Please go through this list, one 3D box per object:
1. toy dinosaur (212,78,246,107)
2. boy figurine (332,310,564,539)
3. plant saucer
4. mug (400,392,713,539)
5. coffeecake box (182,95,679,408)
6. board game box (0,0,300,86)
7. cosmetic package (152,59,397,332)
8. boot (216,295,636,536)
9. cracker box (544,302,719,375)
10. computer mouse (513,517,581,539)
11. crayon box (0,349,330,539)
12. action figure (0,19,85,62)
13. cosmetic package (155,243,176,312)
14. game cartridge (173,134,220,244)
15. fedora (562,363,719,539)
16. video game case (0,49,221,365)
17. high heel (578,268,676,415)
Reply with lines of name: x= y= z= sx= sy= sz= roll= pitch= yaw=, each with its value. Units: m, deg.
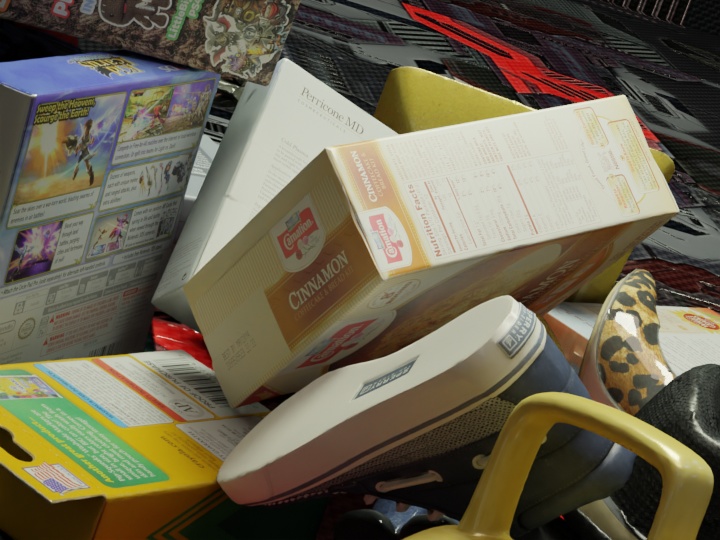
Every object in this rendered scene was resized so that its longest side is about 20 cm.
toy dinosaur: x=-0.055 y=-0.067 z=1.550 sx=0.199 sy=0.102 sz=0.136 roll=8 pitch=29 yaw=-50
boy figurine: x=0.062 y=0.090 z=1.049 sx=0.124 sy=0.065 sz=0.200 roll=2 pitch=31 yaw=27
plant saucer: x=0.086 y=-0.026 z=1.454 sx=0.199 sy=0.200 sz=0.049 roll=18 pitch=47 yaw=-3
mug: x=0.070 y=0.160 z=0.845 sx=0.153 sy=0.187 sz=0.150 roll=24 pitch=-22 yaw=46
coffeecake box: x=0.035 y=-0.010 z=1.087 sx=0.199 sy=0.153 sz=0.073 roll=-12 pitch=72 yaw=-38
board game box: x=-0.143 y=-0.194 z=1.167 sx=0.199 sy=0.097 sz=0.160 roll=12 pitch=22 yaw=-26
cosmetic package: x=0.000 y=0.000 z=1.204 sx=0.200 sy=0.151 sz=0.052 roll=33 pitch=-27 yaw=-21
boot: x=0.023 y=0.086 z=0.939 sx=0.090 sy=0.200 sz=0.073 roll=50 pitch=48 yaw=-13
cracker box: x=0.213 y=0.075 z=1.450 sx=0.199 sy=0.058 sz=0.134 roll=4 pitch=23 yaw=-44
computer mouse: x=0.100 y=0.152 z=1.091 sx=0.199 sy=0.053 sz=0.139 roll=22 pitch=18 yaw=6
crayon box: x=-0.121 y=0.092 z=1.031 sx=0.125 sy=0.052 sz=0.199 roll=31 pitch=19 yaw=34
action figure: x=-0.219 y=-0.083 z=1.177 sx=0.104 sy=0.195 sz=0.200 roll=-9 pitch=-27 yaw=38
cosmetic package: x=-0.196 y=-0.034 z=1.344 sx=0.199 sy=0.052 sz=0.151 roll=9 pitch=17 yaw=-31
game cartridge: x=-0.152 y=-0.060 z=1.326 sx=0.199 sy=0.041 sz=0.133 roll=9 pitch=17 yaw=-30
fedora: x=0.190 y=0.110 z=1.120 sx=0.200 sy=0.092 sz=0.201 roll=28 pitch=20 yaw=-11
video game case: x=-0.156 y=-0.021 z=1.115 sx=0.045 sy=0.182 sz=0.200 roll=24 pitch=17 yaw=18
high heel: x=0.200 y=0.085 z=1.301 sx=0.142 sy=0.072 sz=0.201 roll=16 pitch=47 yaw=6
